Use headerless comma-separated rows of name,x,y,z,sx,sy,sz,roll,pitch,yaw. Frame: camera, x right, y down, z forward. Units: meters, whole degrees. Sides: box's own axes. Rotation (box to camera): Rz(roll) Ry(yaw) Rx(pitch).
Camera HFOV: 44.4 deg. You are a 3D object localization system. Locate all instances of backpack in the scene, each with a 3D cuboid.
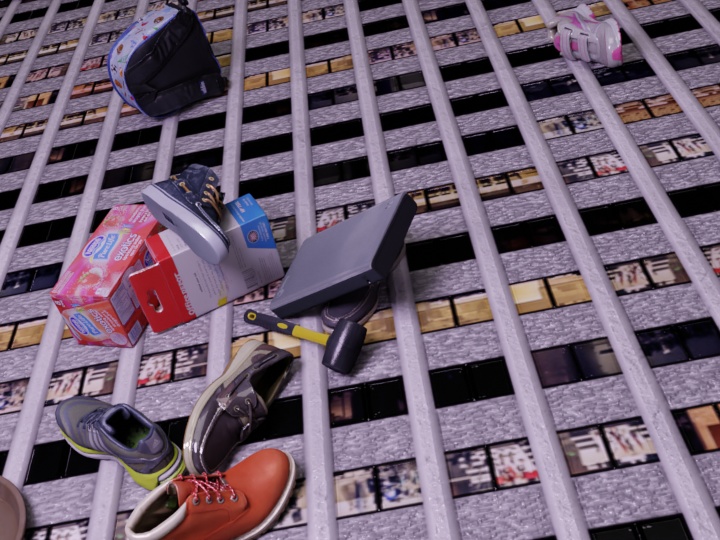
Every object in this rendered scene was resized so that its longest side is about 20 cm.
backpack,-0.381,-0.391,1.668,0.154,0.200,0.191,20,57,41

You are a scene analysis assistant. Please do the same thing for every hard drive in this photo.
hard drive,-0.024,-0.017,1.156,0.200,0.033,0.140,-23,32,43

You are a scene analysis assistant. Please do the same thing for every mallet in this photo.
mallet,-0.081,0.088,1.128,0.200,0.041,0.066,5,71,38

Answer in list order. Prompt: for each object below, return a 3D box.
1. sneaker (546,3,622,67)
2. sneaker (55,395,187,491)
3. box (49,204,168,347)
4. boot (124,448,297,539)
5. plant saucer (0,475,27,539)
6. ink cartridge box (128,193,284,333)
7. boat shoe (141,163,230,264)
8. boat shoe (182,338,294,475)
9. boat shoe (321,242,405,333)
sneaker,0.388,-0.397,1.532,0.088,0.081,0.200,-19,32,-5
sneaker,-0.288,0.184,1.037,0.200,0.081,0.074,15,47,30
box,-0.337,0.004,1.249,0.095,0.100,0.200,2,43,18
boot,-0.151,0.239,0.915,0.200,0.107,0.075,-37,43,-28
plant saucer,-0.464,0.313,0.978,0.200,0.029,0.200,-8,41,7
ink cartridge box,-0.217,-0.009,1.215,0.200,0.116,0.067,-25,42,-14
boat shoe,-0.206,-0.083,1.150,0.091,0.071,0.200,-36,44,-19
boat shoe,-0.140,0.156,1.034,0.065,0.073,0.200,1,41,25
boat shoe,0.000,0.000,1.183,0.073,0.063,0.200,13,48,25
